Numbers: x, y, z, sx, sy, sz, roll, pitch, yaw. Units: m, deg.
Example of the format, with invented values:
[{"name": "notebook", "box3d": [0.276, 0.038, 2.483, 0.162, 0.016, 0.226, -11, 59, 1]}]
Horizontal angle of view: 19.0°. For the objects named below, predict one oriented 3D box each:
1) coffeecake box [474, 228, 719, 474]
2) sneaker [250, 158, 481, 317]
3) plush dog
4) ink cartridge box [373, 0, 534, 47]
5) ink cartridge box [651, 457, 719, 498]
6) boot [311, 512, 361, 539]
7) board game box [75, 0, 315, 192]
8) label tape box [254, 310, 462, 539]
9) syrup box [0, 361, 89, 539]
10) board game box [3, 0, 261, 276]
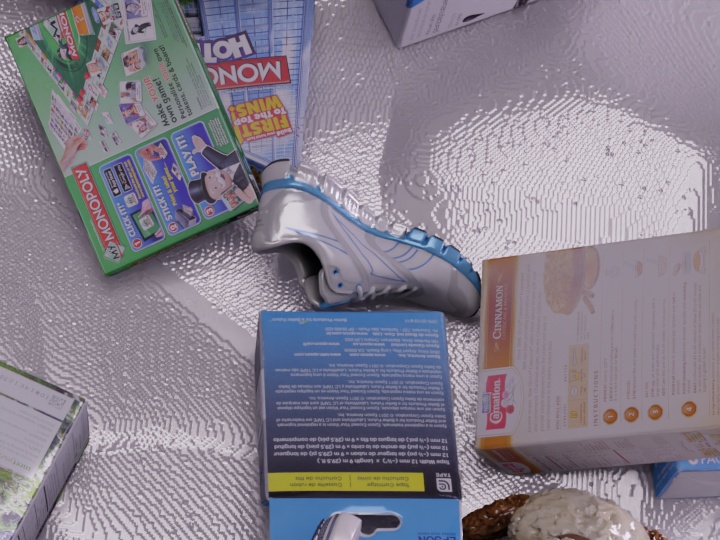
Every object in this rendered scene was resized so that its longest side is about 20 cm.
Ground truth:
[{"name": "coffeecake box", "box3d": [0.190, 0.062, 1.598, 0.199, 0.073, 0.154, -7, 65, 25]}, {"name": "sneaker", "box3d": [0.000, 0.000, 1.637, 0.199, 0.075, 0.087, 27, 63, -16]}, {"name": "plush dog", "box3d": [0.146, 0.225, 1.546, 0.199, 0.161, 0.172, 21, 40, 2]}, {"name": "ink cartridge box", "box3d": [0.112, -0.277, 1.756, 0.199, 0.145, 0.085, -21, 71, -15]}, {"name": "ink cartridge box", "box3d": [0.277, 0.069, 1.662, 0.114, 0.068, 0.201, -1, 65, -8]}, {"name": "boot", "box3d": [-0.073, 0.245, 1.491, 0.090, 0.073, 0.201, 24, 102, 7]}, {"name": "board game box", "box3d": [-0.117, -0.141, 1.711, 0.199, 0.062, 0.201, -7, 66, -10]}, {"name": "label tape box", "box3d": [-0.004, 0.128, 1.587, 0.142, 0.066, 0.201, 1, 58, -8]}, {"name": "syrup box", "box3d": [-0.271, 0.173, 1.536, 0.078, 0.082, 0.201, 23, 65, 6]}, {"name": "board game box", "box3d": [-0.173, -0.114, 1.653, 0.134, 0.029, 0.201, -23, 87, 6]}]
